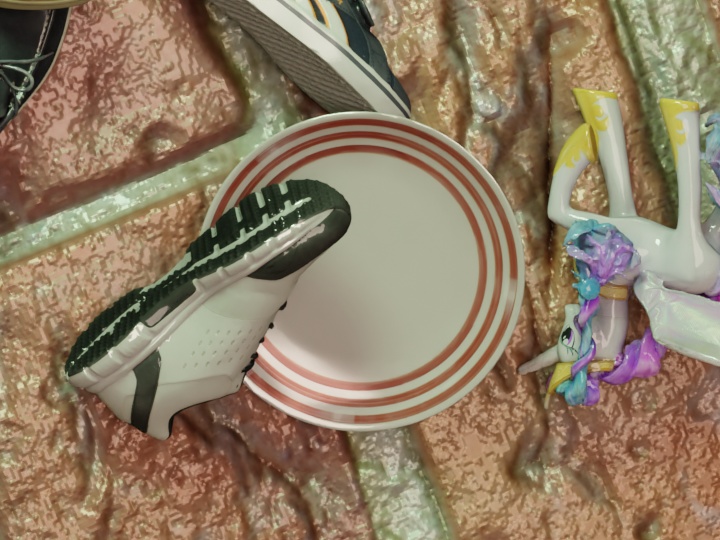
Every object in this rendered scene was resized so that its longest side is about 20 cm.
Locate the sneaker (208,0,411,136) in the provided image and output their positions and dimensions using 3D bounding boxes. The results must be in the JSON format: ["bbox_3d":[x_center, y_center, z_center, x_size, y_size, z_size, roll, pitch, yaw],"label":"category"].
[{"bbox_3d":[-0.032,-0.165,1.579,0.200,0.078,0.080,42,73,-18],"label":"sneaker"}]

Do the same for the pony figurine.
[{"bbox_3d":[0.197,-0.003,1.619,0.192,0.166,0.201,8,94,18],"label":"pony figurine"}]

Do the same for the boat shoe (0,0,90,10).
[{"bbox_3d":[-0.235,-0.206,1.509,0.199,0.065,0.072,17,68,0],"label":"boat shoe"}]

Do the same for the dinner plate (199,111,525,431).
[{"bbox_3d":[0.000,0.000,1.599,0.199,0.024,0.201,0,107,0],"label":"dinner plate"}]

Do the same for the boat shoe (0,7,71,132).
[{"bbox_3d":[-0.226,-0.113,1.543,0.074,0.062,0.201,32,83,-11],"label":"boat shoe"}]

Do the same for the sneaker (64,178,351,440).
[{"bbox_3d":[-0.079,0.022,1.566,0.200,0.074,0.080,-37,112,17],"label":"sneaker"}]
